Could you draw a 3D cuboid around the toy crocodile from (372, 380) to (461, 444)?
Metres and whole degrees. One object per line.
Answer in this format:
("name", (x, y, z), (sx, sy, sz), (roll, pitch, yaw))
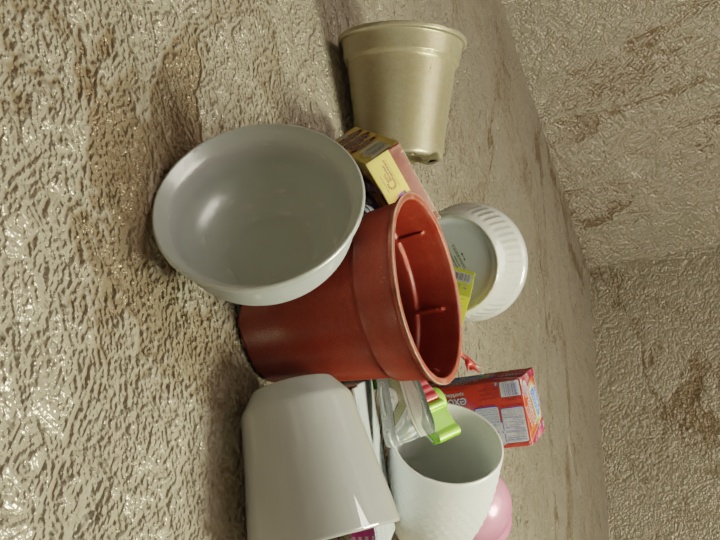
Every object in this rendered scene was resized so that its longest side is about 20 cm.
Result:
("toy crocodile", (0.061, 0.149, 1.100), (0.200, 0.067, 0.062), (50, -37, 41))

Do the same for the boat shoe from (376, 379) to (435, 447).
("boat shoe", (0.033, 0.124, 1.045), (0.075, 0.064, 0.203), (59, 8, -54))

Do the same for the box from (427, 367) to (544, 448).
("box", (0.163, 0.212, 1.244), (0.095, 0.198, 0.101), (-7, 86, -66))

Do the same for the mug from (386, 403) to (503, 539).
("mug", (0.095, 0.277, 1.133), (0.200, 0.146, 0.177), (-121, -150, -51))

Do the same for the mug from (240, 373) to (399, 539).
("mug", (-0.059, 0.194, 0.837), (0.148, 0.187, 0.154), (-7, 72, -27))

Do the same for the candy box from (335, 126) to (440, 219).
("candy box", (0.027, -0.123, 1.120), (0.117, 0.056, 0.200), (58, -7, -22))

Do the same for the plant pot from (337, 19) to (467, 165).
("plant pot", (0.061, -0.260, 1.280), (0.200, 0.199, 0.185), (8, 84, -67))

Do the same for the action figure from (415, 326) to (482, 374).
("action figure", (0.093, 0.083, 1.027), (0.099, 0.065, 0.200), (41, 24, -10))

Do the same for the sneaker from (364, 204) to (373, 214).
("sneaker", (-0.038, 0.010, 1.048), (0.074, 0.087, 0.202), (-31, 132, -76))

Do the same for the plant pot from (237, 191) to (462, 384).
("plant pot", (-0.014, 0.035, 0.900), (0.200, 0.194, 0.203), (-11, 90, -68))

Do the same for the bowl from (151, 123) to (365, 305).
("bowl", (-0.090, -0.039, 0.797), (0.091, 0.199, 0.202), (81, 11, -53))

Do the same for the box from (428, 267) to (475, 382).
("box", (0.131, 0.096, 1.308), (0.075, 0.050, 0.201), (-67, 169, -56))

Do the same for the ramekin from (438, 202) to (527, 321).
("ramekin", (0.167, -0.012, 1.374), (0.105, 0.199, 0.202), (-8, 87, -64))

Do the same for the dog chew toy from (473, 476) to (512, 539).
("dog chew toy", (0.187, 0.393, 1.334), (0.201, 0.123, 0.125), (64, 25, -51))

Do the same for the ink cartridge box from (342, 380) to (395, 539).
("ink cartridge box", (0.000, 0.232, 0.987), (0.200, 0.043, 0.198), (31, 50, -81))
